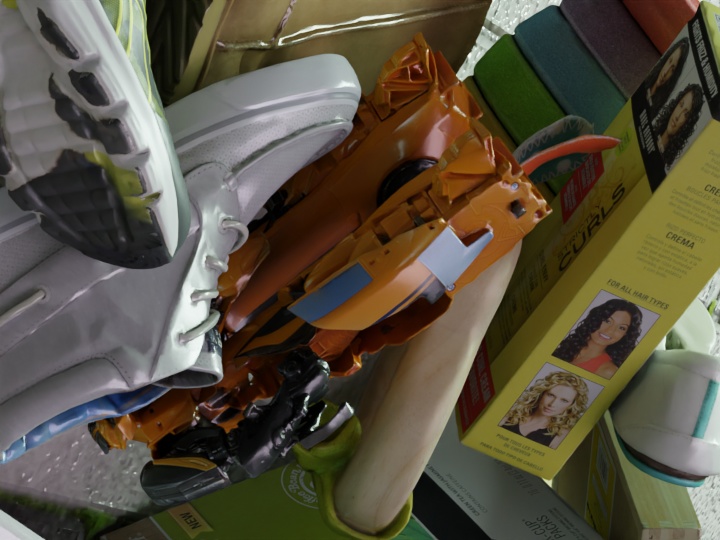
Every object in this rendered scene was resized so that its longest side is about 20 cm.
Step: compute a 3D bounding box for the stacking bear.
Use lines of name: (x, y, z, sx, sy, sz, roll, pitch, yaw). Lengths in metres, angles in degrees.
stacking bear: (0.073, -0.049, 1.244, 0.200, 0.114, 0.121, -38, -175, 10)

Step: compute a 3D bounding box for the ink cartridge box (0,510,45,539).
ink cartridge box: (-0.149, 0.167, 1.046, 0.200, 0.084, 0.146, 39, 78, -31)

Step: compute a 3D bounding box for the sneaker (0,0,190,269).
sneaker: (-0.093, -0.096, 0.961, 0.085, 0.074, 0.201, -44, 124, -41)

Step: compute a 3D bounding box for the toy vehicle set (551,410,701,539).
toy vehicle set: (0.119, 0.120, 1.304, 0.200, 0.026, 0.125, -102, -167, -62)

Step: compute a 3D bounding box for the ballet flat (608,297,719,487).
ballet flat: (0.124, 0.028, 1.241, 0.069, 0.200, 0.070, -4, 110, -10)

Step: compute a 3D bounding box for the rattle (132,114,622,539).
rattle: (0.000, 0.000, 1.159, 0.130, 0.142, 0.201, -38, 155, -61)

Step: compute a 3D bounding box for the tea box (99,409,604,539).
tea box: (-0.006, 0.198, 1.280, 0.196, 0.134, 0.201, -19, 131, -30)

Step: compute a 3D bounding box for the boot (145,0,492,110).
boot: (-0.010, -0.133, 1.117, 0.199, 0.066, 0.176, -12, 139, -53)

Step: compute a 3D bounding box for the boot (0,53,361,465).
boot: (-0.070, -0.001, 1.044, 0.199, 0.096, 0.074, -27, 166, -17)

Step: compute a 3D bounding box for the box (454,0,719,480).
box: (0.109, -0.010, 1.168, 0.050, 0.075, 0.200, 23, 124, -20)

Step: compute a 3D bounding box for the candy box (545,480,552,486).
candy box: (0.073, 0.023, 1.381, 0.115, 0.055, 0.201, -8, 120, -54)

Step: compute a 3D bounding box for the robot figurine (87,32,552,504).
robot figurine: (-0.030, 0.001, 1.101, 0.200, 0.145, 0.058, -37, 127, 4)
